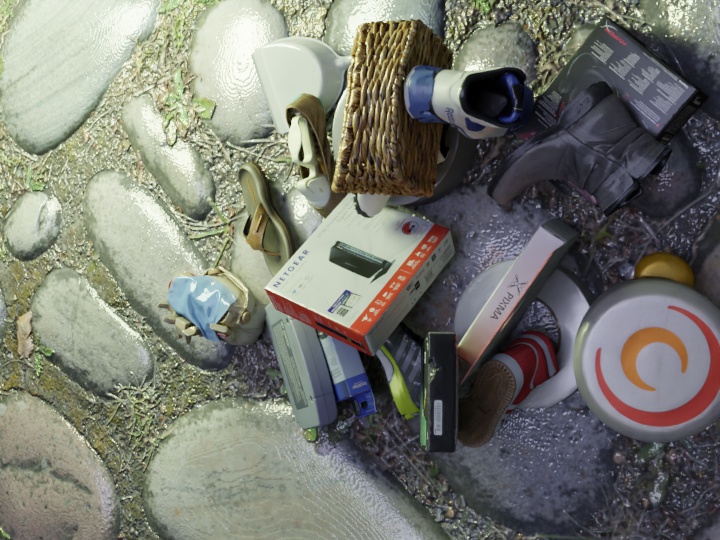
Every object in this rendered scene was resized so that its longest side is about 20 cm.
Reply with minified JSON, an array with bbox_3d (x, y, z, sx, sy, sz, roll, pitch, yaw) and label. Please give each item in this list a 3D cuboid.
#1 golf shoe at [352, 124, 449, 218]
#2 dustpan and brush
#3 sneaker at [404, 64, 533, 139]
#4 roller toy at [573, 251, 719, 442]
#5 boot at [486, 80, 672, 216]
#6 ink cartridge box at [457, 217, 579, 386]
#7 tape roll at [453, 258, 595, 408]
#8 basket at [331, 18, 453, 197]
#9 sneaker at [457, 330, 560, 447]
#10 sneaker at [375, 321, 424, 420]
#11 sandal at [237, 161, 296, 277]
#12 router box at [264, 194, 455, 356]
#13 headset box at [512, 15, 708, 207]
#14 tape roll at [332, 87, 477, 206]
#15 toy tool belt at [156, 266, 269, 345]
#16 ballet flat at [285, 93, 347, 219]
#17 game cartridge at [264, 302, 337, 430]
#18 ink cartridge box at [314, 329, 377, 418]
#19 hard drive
[{"bbox_3d":[0.060,-0.147,1.193,0.094,0.078,0.200,34,110,24],"label":"golf shoe"},{"bbox_3d":[-0.055,-0.295,1.349,0.200,0.057,0.140,-14,97,37],"label":"dustpan and brush"},{"bbox_3d":[0.155,-0.190,1.052,0.115,0.199,0.081,14,101,43],"label":"sneaker"},{"bbox_3d":[0.342,0.098,1.071,0.182,0.140,0.200,-33,85,15],"label":"roller toy"},{"bbox_3d":[0.253,-0.112,1.075,0.200,0.070,0.132,-44,76,30],"label":"boot"},{"bbox_3d":[0.180,0.035,1.106,0.044,0.174,0.200,37,110,15],"label":"ink cartridge box"},{"bbox_3d":[0.220,0.083,1.209,0.202,0.037,0.203,1,93,31],"label":"tape roll"},{"bbox_3d":[0.011,-0.196,1.103,0.149,0.143,0.200,7,87,28],"label":"basket"},{"bbox_3d":[0.187,0.153,1.182,0.071,0.112,0.200,47,145,17],"label":"sneaker"},{"bbox_3d":[0.067,0.108,1.276,0.081,0.074,0.200,-18,105,18],"label":"sneaker"},{"bbox_3d":[-0.156,-0.074,1.399,0.082,0.055,0.200,-33,74,54],"label":"sandal"},{"bbox_3d":[0.000,0.000,1.240,0.179,0.049,0.200,22,60,33],"label":"router box"},{"bbox_3d":[0.298,-0.184,1.124,0.149,0.075,0.200,46,114,21],"label":"headset box"},{"bbox_3d":[0.060,-0.190,1.272,0.200,0.066,0.201,1,93,31],"label":"tape roll"},{"bbox_3d":[-0.254,0.053,1.440,0.200,0.123,0.125,23,104,28],"label":"toy tool belt"},{"bbox_3d":[-0.070,-0.156,1.324,0.068,0.072,0.200,-3,105,36],"label":"ballet flat"},{"bbox_3d":[-0.089,0.136,1.358,0.133,0.041,0.200,-31,75,63],"label":"game cartridge"},{"bbox_3d":[-0.037,0.122,1.327,0.200,0.042,0.119,68,160,7],"label":"ink cartridge box"},{"bbox_3d":[0.096,0.154,1.133,0.038,0.200,0.140,1,79,1],"label":"hard drive"}]
